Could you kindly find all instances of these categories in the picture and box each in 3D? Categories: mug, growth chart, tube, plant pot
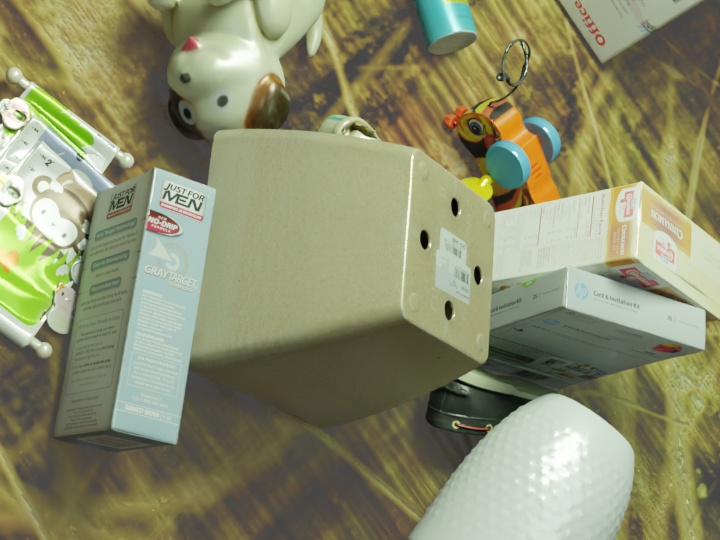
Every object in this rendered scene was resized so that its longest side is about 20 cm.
[{"bbox_3d":[0.154,0.212,1.194,0.147,0.200,0.176,31,77,27],"label":"mug"},{"bbox_3d":[-0.258,-0.043,1.095,0.144,0.018,0.202,32,62,-22],"label":"growth chart"},{"bbox_3d":[0.065,-0.315,1.366,0.077,0.050,0.202,-2,72,-46],"label":"tube"},{"bbox_3d":[0.000,0.000,1.107,0.199,0.175,0.203,31,57,-51],"label":"plant pot"}]

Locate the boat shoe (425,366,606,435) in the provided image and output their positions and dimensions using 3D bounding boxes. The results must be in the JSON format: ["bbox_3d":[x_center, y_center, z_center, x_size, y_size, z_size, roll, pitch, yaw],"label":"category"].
[{"bbox_3d":[0.142,0.131,1.272,0.200,0.073,0.064,16,96,-35],"label":"boat shoe"}]

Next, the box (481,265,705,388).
[{"bbox_3d":[0.181,0.055,1.232,0.154,0.199,0.042,16,70,-26],"label":"box"}]

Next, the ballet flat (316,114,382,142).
[{"bbox_3d":[0.035,-0.062,1.257,0.200,0.069,0.070,48,57,-12],"label":"ballet flat"}]

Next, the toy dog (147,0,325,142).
[{"bbox_3d":[-0.108,-0.205,1.183,0.194,0.138,0.202,59,40,-57],"label":"toy dog"}]

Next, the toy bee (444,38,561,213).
[{"bbox_3d":[0.138,-0.125,1.333,0.130,0.108,0.203,-13,107,-42],"label":"toy bee"}]

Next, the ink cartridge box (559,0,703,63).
[{"bbox_3d":[0.308,-0.342,1.431,0.144,0.199,0.148,-39,97,-36],"label":"ink cartridge box"}]

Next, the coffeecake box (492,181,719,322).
[{"bbox_3d":[0.202,-0.001,1.241,0.153,0.198,0.074,29,61,-42],"label":"coffeecake box"}]

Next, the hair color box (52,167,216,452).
[{"bbox_3d":[-0.174,0.033,1.066,0.060,0.098,0.203,18,70,-35],"label":"hair color box"}]
